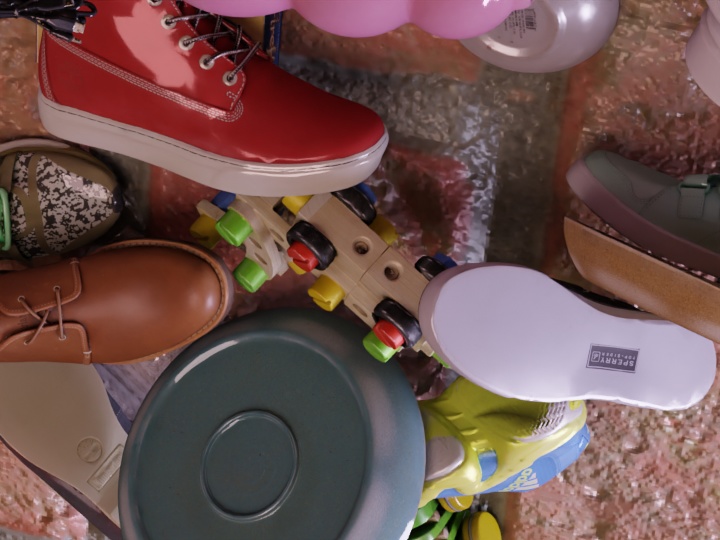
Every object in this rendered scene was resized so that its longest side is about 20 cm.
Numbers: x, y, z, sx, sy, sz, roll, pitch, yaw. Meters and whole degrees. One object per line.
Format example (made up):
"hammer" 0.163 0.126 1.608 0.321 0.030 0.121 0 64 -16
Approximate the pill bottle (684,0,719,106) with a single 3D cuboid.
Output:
"pill bottle" 0.235 -0.161 1.118 0.109 0.109 0.200 30 127 -1

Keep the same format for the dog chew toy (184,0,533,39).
"dog chew toy" -0.009 -0.170 1.144 0.200 0.125 0.125 19 127 7

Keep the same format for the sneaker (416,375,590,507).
"sneaker" 0.043 0.112 1.369 0.200 0.076 0.105 -13 153 21

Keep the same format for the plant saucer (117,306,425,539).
"plant saucer" -0.059 0.113 1.342 0.200 0.200 0.027 -11 158 25

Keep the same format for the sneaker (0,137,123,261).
"sneaker" -0.238 -0.025 1.370 0.200 0.089 0.077 -6 114 1

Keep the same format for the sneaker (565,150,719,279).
"sneaker" 0.214 -0.051 1.237 0.200 0.074 0.118 25 105 19

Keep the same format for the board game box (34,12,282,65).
"board game box" -0.106 -0.190 1.267 0.135 0.035 0.200 14 126 10

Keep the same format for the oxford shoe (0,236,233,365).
"oxford shoe" -0.169 0.026 1.341 0.200 0.071 0.071 -9 95 20

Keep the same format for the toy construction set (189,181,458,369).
"toy construction set" 0.000 0.000 1.308 0.200 0.092 0.131 28 163 -1

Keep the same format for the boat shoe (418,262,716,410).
"boat shoe" 0.104 0.037 1.274 0.200 0.057 0.069 15 92 -35

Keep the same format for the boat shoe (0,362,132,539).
"boat shoe" -0.165 0.107 1.429 0.200 0.071 0.063 43 165 1

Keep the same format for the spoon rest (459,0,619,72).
"spoon rest" 0.084 -0.181 1.202 0.099 0.061 0.200 10 139 15

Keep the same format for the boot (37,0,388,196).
"boot" -0.079 -0.124 1.239 0.200 0.072 0.144 14 125 14

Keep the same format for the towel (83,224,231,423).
"towel" -0.115 0.072 1.448 0.200 0.034 0.133 42 127 -11

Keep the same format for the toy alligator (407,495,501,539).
"toy alligator" 0.030 0.137 1.427 0.059 0.054 0.200 -18 115 28

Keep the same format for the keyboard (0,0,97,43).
"keyboard" -0.194 -0.178 1.176 0.200 0.021 0.127 1 84 -14

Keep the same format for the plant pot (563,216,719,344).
"plant pot" 0.191 0.024 1.214 0.200 0.200 0.027 24 93 3
